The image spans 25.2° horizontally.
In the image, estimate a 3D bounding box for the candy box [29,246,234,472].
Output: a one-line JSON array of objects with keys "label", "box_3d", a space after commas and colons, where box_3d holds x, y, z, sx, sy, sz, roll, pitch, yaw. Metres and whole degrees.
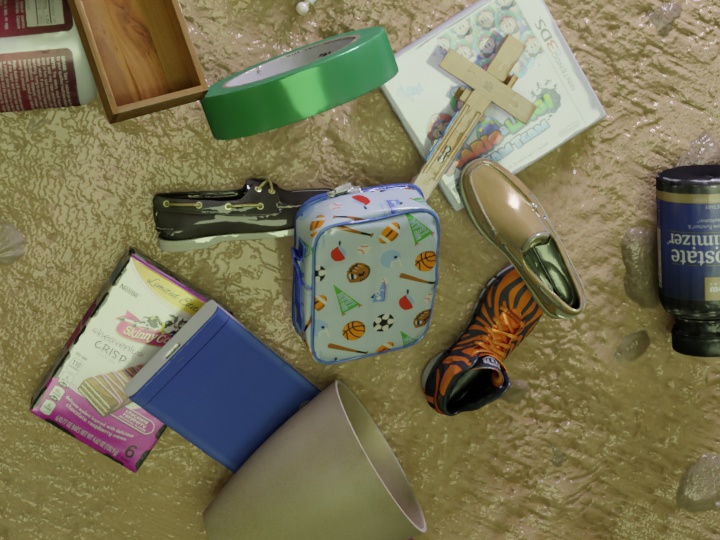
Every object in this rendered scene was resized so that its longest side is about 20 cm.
[{"label": "candy box", "box_3d": [-0.243, 0.096, 1.724, 0.136, 0.061, 0.200, 32, 94, -14]}]

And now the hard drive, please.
[{"label": "hard drive", "box_3d": [-0.141, 0.130, 1.718, 0.132, 0.025, 0.200, -45, 134, 2]}]

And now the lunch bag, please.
[{"label": "lunch bag", "box_3d": [0.000, 0.000, 1.700, 0.160, 0.076, 0.201, -10, 127, -16]}]

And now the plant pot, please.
[{"label": "plant pot", "box_3d": [-0.061, 0.248, 1.732, 0.200, 0.187, 0.188, -31, 105, 6]}]

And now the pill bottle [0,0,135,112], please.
[{"label": "pill bottle", "box_3d": [-0.326, -0.218, 1.619, 0.199, 0.114, 0.115, -6, 102, -8]}]

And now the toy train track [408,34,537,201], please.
[{"label": "toy train track", "box_3d": [0.110, -0.161, 1.720, 0.115, 0.033, 0.200, 32, 93, -13]}]

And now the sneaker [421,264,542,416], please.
[{"label": "sneaker", "box_3d": [0.151, 0.082, 1.760, 0.077, 0.112, 0.200, 35, 93, -15]}]

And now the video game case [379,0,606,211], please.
[{"label": "video game case", "box_3d": [0.140, -0.192, 1.748, 0.200, 0.024, 0.182, -32, 104, -1]}]

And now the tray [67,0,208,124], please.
[{"label": "tray", "box_3d": [-0.228, -0.251, 1.569, 0.098, 0.037, 0.201, -17, 84, -19]}]

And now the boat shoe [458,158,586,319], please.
[{"label": "boat shoe", "box_3d": [0.180, -0.037, 1.720, 0.072, 0.076, 0.200, -39, 92, -3]}]

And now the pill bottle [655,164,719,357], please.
[{"label": "pill bottle", "box_3d": [0.384, -0.011, 1.781, 0.111, 0.112, 0.201, -6, 102, -8]}]

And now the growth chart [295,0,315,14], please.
[{"label": "growth chart", "box_3d": [-0.099, -0.361, 1.678, 0.200, 0.018, 0.145, 36, 94, -13]}]

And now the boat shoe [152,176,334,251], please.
[{"label": "boat shoe", "box_3d": [-0.119, -0.066, 1.706, 0.200, 0.072, 0.061, -10, 107, -5]}]

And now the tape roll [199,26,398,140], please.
[{"label": "tape roll", "box_3d": [-0.062, -0.189, 1.624, 0.200, 0.200, 0.048, -22, 103, -4]}]
